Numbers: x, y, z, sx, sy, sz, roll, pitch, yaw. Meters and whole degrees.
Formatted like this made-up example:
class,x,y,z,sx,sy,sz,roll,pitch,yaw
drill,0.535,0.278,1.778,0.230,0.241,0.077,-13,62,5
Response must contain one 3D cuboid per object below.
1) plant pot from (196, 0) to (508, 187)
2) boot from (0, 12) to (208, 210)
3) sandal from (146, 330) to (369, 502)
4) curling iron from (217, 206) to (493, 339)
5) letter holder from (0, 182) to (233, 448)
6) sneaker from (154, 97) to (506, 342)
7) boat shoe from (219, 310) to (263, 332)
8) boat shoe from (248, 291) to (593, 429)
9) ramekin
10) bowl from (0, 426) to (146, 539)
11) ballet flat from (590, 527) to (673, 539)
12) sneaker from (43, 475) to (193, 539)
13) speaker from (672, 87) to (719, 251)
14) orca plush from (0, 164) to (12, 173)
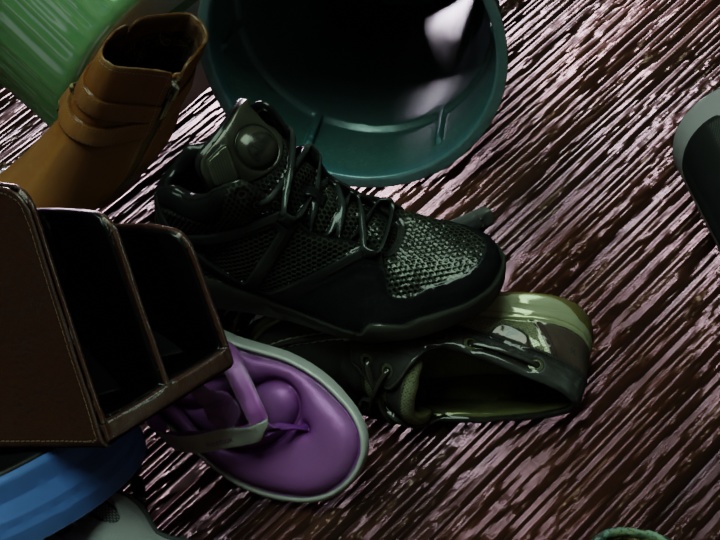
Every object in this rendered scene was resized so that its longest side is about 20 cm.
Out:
class,x,y,z,sx,sy,sz,roll,pitch,yaw
plant pot,0.011,-0.195,1.149,0.198,0.202,0.197,-4,36,16
boot,-0.175,-0.071,1.063,0.077,0.155,0.200,47,46,8
sandal,-0.089,0.069,0.960,0.201,0.083,0.050,28,16,21
curling iron,0.000,0.000,1.031,0.198,0.050,0.026,-19,50,-27
letter holder,-0.188,0.010,0.921,0.199,0.144,0.100,-6,17,42
sneaker,-0.021,-0.026,0.925,0.197,0.115,0.077,10,51,15
boat shoe,-0.092,-0.013,1.076,0.071,0.066,0.201,-4,44,16
boat shoe,0.030,0.053,0.960,0.198,0.072,0.066,-3,39,11
ramekin,-0.162,-0.177,1.177,0.200,0.201,0.098,-39,72,-21
bowl,-0.216,0.113,0.943,0.199,0.040,0.201,-17,13,4
ballet flat,0.183,0.169,0.785,0.198,0.075,0.074,15,52,31
sneaker,-0.162,0.160,0.923,0.198,0.078,0.140,12,47,20
speaker,0.240,-0.016,0.951,0.080,0.082,0.201,-17,43,2
orca plush,-0.234,0.017,1.122,0.071,0.104,0.201,-49,40,36
